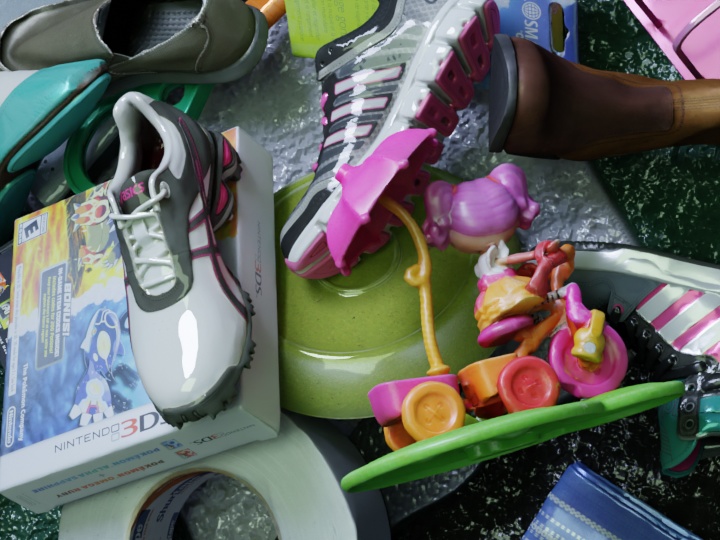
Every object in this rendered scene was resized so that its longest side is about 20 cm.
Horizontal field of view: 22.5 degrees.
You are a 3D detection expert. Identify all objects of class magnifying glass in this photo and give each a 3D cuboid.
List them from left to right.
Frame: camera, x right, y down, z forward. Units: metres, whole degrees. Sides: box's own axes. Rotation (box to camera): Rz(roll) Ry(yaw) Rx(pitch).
[{"bbox_3d":[-0.116,-0.120,1.197,0.200,0.022,0.080,-45,58,2],"label":"magnifying glass"}]

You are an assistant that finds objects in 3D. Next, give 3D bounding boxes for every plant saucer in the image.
[{"bbox_3d":[0.000,0.000,1.117,0.199,0.031,0.200,-6,51,8],"label":"plant saucer"}]

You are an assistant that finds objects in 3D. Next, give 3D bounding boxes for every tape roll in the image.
[{"bbox_3d":[-0.084,0.173,1.116,0.200,0.066,0.201,-1,86,19],"label":"tape roll"}]

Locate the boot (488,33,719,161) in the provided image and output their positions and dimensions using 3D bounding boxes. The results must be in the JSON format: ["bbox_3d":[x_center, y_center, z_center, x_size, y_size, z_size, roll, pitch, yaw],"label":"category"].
[{"bbox_3d":[0.174,-0.088,1.018,0.199,0.188,0.069,2,80,11],"label":"boot"}]

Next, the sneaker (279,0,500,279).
[{"bbox_3d":[0.002,-0.091,1.092,0.087,0.074,0.200,33,93,28],"label":"sneaker"}]

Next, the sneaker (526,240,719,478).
[{"bbox_3d":[0.182,0.058,1.073,0.199,0.084,0.121,13,78,20],"label":"sneaker"}]

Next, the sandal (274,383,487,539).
[{"bbox_3d":[0.016,0.135,1.145,0.200,0.048,0.075,-46,72,23],"label":"sandal"}]

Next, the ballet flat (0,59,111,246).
[{"bbox_3d":[-0.234,-0.087,1.187,0.070,0.067,0.200,46,132,4],"label":"ballet flat"}]

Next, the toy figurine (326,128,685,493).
[{"bbox_3d":[0.061,0.008,1.004,0.199,0.150,0.185,-14,79,-12],"label":"toy figurine"}]

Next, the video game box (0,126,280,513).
[{"bbox_3d":[-0.136,0.030,1.109,0.182,0.047,0.200,-19,55,23],"label":"video game box"}]

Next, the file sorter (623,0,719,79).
[{"bbox_3d":[0.191,-0.232,1.079,0.139,0.125,0.200,-38,72,12],"label":"file sorter"}]

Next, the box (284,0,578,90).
[{"bbox_3d":[0.047,-0.175,1.129,0.199,0.122,0.048,12,47,20],"label":"box"}]

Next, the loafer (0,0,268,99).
[{"bbox_3d":[-0.159,-0.158,1.180,0.199,0.070,0.075,-5,65,24],"label":"loafer"}]

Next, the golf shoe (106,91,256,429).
[{"bbox_3d":[-0.113,-0.007,1.028,0.077,0.088,0.200,-21,55,20],"label":"golf shoe"}]

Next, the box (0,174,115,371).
[{"bbox_3d":[-0.157,0.050,1.212,0.161,0.049,0.200,-30,75,11],"label":"box"}]

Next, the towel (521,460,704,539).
[{"bbox_3d":[0.136,0.234,1.096,0.145,0.024,0.200,33,95,21],"label":"towel"}]

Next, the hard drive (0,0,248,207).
[{"bbox_3d":[-0.189,-0.159,1.258,0.140,0.033,0.200,45,99,19],"label":"hard drive"}]
